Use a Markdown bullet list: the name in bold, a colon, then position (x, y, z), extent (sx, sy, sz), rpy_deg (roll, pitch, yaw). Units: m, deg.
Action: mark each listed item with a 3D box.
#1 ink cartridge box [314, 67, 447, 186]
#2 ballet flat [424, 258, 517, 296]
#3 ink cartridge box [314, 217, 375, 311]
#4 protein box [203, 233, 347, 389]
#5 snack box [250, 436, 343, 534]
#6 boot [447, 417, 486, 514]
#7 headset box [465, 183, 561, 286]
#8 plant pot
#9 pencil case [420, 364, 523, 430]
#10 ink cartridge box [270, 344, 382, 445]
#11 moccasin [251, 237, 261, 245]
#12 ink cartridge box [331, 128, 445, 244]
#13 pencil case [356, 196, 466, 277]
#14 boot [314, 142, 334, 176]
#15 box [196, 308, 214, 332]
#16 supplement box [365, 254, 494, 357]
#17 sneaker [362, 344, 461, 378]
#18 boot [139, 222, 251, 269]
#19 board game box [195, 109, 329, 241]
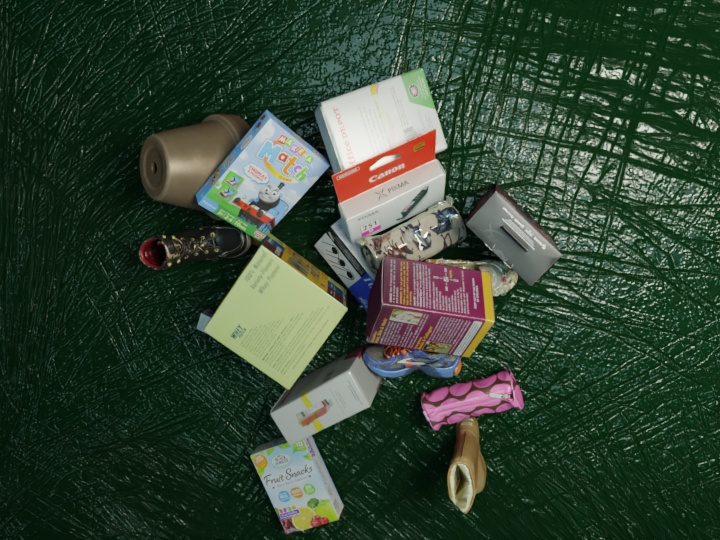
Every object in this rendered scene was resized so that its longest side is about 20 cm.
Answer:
- **ink cartridge box**: position (0.033, -0.249, 1.011), extent (0.196, 0.087, 0.148), rpy_deg (-22, 98, -12)
- **ballet flat**: position (0.198, 0.015, 1.048), extent (0.194, 0.064, 0.078), rpy_deg (-1, 88, 0)
- **ink cartridge box**: position (0.000, 0.000, 1.111), extent (0.201, 0.044, 0.094), rpy_deg (51, 147, -1)
- **protein box**: position (-0.159, 0.075, 1.108), extent (0.198, 0.135, 0.200), rpy_deg (36, 99, -10)
- **snack box**: position (-0.141, 0.471, 1.268), extent (0.140, 0.053, 0.204), rpy_deg (-22, 96, 16)
- **boot**: position (0.200, 0.395, 1.089), extent (0.064, 0.200, 0.180), rpy_deg (-8, 100, 15)
- **headset box**: position (0.259, -0.066, 0.975), extent (0.148, 0.200, 0.075), rpy_deg (44, 108, 2)
- **plant pot**: position (-0.308, -0.194, 1.064), extent (0.197, 0.172, 0.206), rpy_deg (8, 101, 42)
- **pencil case**: position (0.214, 0.254, 1.112), extent (0.196, 0.094, 0.093), rpy_deg (-21, 95, 18)
- **ink cartridge box**: position (-0.066, 0.250, 1.154), extent (0.197, 0.145, 0.085), rpy_deg (-30, 96, 18)
- **moccasin**: position (-0.189, -0.147, 1.136), extent (0.076, 0.074, 0.206), rpy_deg (7, 105, -10)
- **ink cartridge box**: position (0.055, -0.141, 0.995), extent (0.196, 0.174, 0.044), rpy_deg (-25, 66, -5)
- **pencil case**: position (0.093, -0.058, 1.044), extent (0.196, 0.078, 0.091), rpy_deg (-25, 105, -10)
- **boot**: position (-0.009, -0.171, 1.085), extent (0.198, 0.075, 0.074), rpy_deg (36, 103, 1)
- **box**: position (-0.258, 0.145, 1.233), extent (0.196, 0.039, 0.042), rpy_deg (24, 105, 8)
- **supplement box**: position (0.117, 0.065, 0.993), extent (0.195, 0.105, 0.132), rpy_deg (9, 144, -8)
- **sneaker**: position (0.100, 0.159, 1.122), extent (0.194, 0.076, 0.080), rpy_deg (-3, 126, 5)
- **boot**: position (-0.326, -0.049, 1.124), extent (0.196, 0.149, 0.075), rpy_deg (0, 102, 36)
- **board game box**: position (-0.174, -0.162, 1.019), extent (0.200, 0.037, 0.150), rpy_deg (-45, 133, 15)
